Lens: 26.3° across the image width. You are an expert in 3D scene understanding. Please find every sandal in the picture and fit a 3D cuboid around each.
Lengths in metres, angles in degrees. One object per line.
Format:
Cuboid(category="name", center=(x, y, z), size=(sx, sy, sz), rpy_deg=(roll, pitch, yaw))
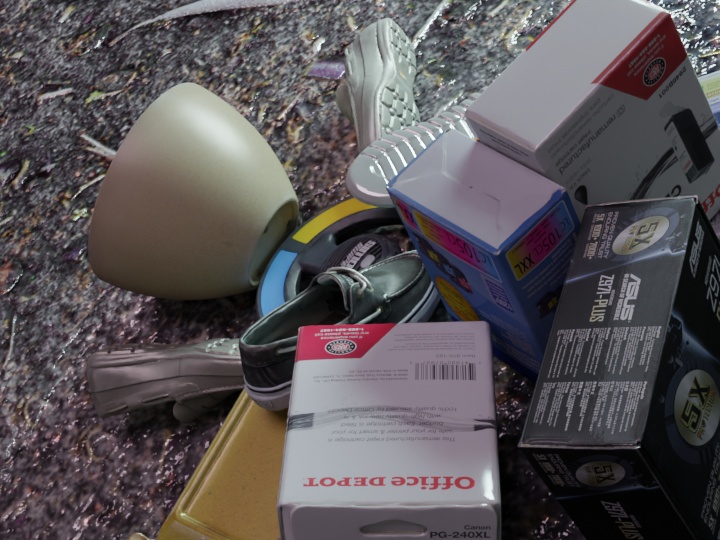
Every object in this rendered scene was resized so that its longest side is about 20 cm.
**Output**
Cuboid(category="sandal", center=(0.080, -0.100, 1.370), size=(0.202, 0.050, 0.082), rpy_deg=(-29, 53, -21))

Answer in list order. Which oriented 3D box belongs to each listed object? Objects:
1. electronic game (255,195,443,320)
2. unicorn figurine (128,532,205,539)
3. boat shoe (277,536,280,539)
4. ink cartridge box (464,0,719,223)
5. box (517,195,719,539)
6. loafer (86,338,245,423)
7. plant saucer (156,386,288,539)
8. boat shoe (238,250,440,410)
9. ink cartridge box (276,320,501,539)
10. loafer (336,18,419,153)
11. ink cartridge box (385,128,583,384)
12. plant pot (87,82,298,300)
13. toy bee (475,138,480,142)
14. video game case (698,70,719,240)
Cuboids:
Cuboid(category="electronic game", center=(0.000, 0.000, 1.340), size=(0.199, 0.042, 0.200), rpy_deg=(-17, 40, 15))
Cuboid(category="unicorn figurine", center=(-0.169, 0.250, 1.172), size=(0.199, 0.137, 0.074), rpy_deg=(-3, 63, 29))
Cuboid(category="boat shoe", center=(0.037, 0.202, 1.087), size=(0.200, 0.070, 0.072), rpy_deg=(12, 65, 18))
Cuboid(category="ink cartridge box", center=(0.187, -0.089, 1.153), size=(0.144, 0.200, 0.084), rpy_deg=(-46, 45, -8))
Cuboid(category="box", center=(0.198, 0.078, 1.051), size=(0.086, 0.164, 0.200), rpy_deg=(-3, 51, 33))
Cuboid(category="loafer", center=(-0.146, 0.098, 1.354), size=(0.199, 0.070, 0.070), rpy_deg=(-3, 7, 21))
Cuboid(category="plant saucer", center=(-0.052, 0.165, 1.202), size=(0.200, 0.048, 0.200), rpy_deg=(18, 69, 34))
Cuboid(category="boat shoe", center=(-0.011, 0.033, 1.221), size=(0.200, 0.071, 0.072), rpy_deg=(-37, 44, -28))
Cuboid(category="ink cartridge box", center=(0.023, 0.127, 1.077), size=(0.145, 0.084, 0.200), rpy_deg=(-1, 35, 3))
Cuboid(category="loafer", center=(0.013, -0.159, 1.462), size=(0.070, 0.070, 0.200), rpy_deg=(-27, 35, 25))
Cuboid(category="ink cartridge box", center=(0.115, 0.007, 1.147), size=(0.076, 0.200, 0.136), rpy_deg=(-42, 42, -12))
Cuboid(category="plant pot", center=(-0.136, -0.052, 1.405), size=(0.134, 0.200, 0.201), rpy_deg=(27, 68, 15))
Cuboid(category="toy bee", center=(0.121, -0.086, 1.250), size=(0.200, 0.109, 0.131), rpy_deg=(-38, -5, -24))
Cuboid(category="video game case", center=(0.238, -0.075, 1.270), size=(0.199, 0.022, 0.182), rpy_deg=(-18, 45, 22))
